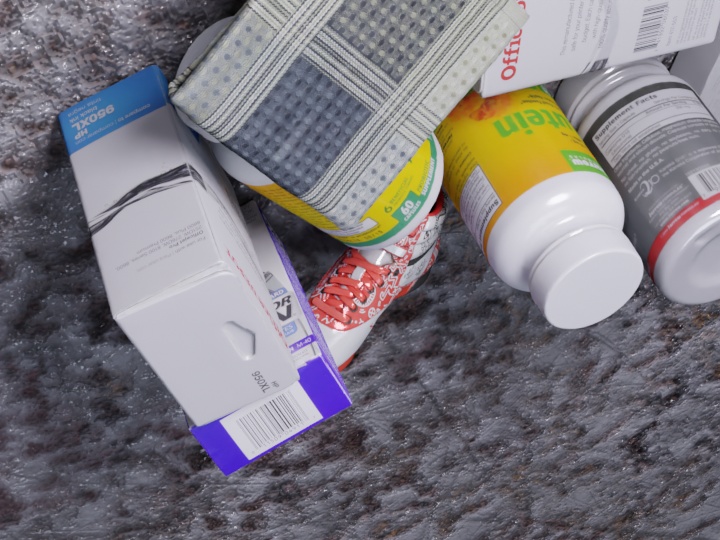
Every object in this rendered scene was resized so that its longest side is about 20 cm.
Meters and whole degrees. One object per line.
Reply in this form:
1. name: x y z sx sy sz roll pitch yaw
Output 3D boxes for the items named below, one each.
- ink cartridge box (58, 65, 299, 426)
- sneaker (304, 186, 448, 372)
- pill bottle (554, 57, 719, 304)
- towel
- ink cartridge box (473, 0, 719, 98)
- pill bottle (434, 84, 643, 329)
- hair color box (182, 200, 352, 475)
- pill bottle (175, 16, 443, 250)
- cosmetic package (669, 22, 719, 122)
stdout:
1. ink cartridge box: -0.125 -0.017 1.039 0.084 0.201 0.145 -26 140 3
2. sneaker: 0.000 -0.001 1.198 0.201 0.067 0.108 -41 156 -40
3. pill bottle: 0.239 -0.081 1.195 0.113 0.200 0.114 -17 141 -14
4. towel: -0.004 -0.142 0.971 0.200 0.035 0.192 -49 135 7
5. ink cartridge box: 0.165 -0.222 1.084 0.199 0.086 0.147 -14 139 -16
6. pill bottle: 0.134 -0.055 1.160 0.110 0.200 0.111 -17 141 -14
7. hair color box: -0.090 0.045 1.134 0.109 0.200 0.065 -29 128 2
8. pill bottle: -0.037 -0.099 1.078 0.113 0.113 0.200 -41 140 16
9. cosmetic package: 0.306 -0.169 1.258 0.082 0.051 0.201 -4 136 -25
